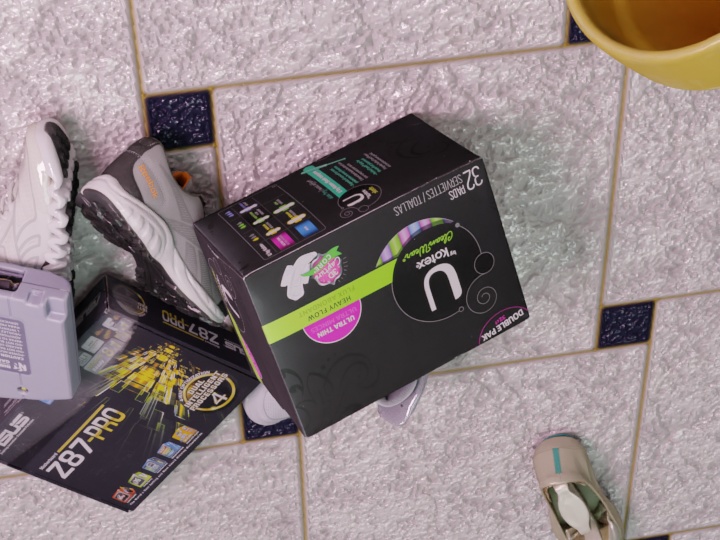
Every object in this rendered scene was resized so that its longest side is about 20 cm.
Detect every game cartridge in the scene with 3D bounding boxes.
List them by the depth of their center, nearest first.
[{"bbox_3d":[-0.313,0.040,1.220,0.199,0.041,0.134,11,135,4],"label":"game cartridge"}]

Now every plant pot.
[{"bbox_3d":[0.272,-0.207,1.111,0.201,0.201,0.188,-43,140,22],"label":"plant pot"}]

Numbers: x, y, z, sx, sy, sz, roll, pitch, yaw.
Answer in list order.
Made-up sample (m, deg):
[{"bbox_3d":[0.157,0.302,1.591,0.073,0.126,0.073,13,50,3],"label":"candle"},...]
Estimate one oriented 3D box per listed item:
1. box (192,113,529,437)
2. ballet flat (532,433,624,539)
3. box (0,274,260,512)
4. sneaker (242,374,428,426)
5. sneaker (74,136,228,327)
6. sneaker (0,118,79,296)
[{"bbox_3d":[0.000,0.000,1.203,0.199,0.124,0.149,-28,119,-13],"label":"box"},{"bbox_3d":[0.215,0.240,1.546,0.069,0.070,0.200,-25,131,8],"label":"ballet flat"},{"bbox_3d":[-0.203,0.108,1.341,0.161,0.049,0.200,29,121,-31],"label":"box"},{"bbox_3d":[-0.018,0.088,1.327,0.200,0.115,0.075,-39,127,19],"label":"sneaker"},{"bbox_3d":[-0.142,-0.024,1.233,0.080,0.074,0.200,-54,147,-19],"label":"sneaker"},{"bbox_3d":[-0.255,-0.026,1.208,0.080,0.075,0.201,7,127,-6],"label":"sneaker"}]
